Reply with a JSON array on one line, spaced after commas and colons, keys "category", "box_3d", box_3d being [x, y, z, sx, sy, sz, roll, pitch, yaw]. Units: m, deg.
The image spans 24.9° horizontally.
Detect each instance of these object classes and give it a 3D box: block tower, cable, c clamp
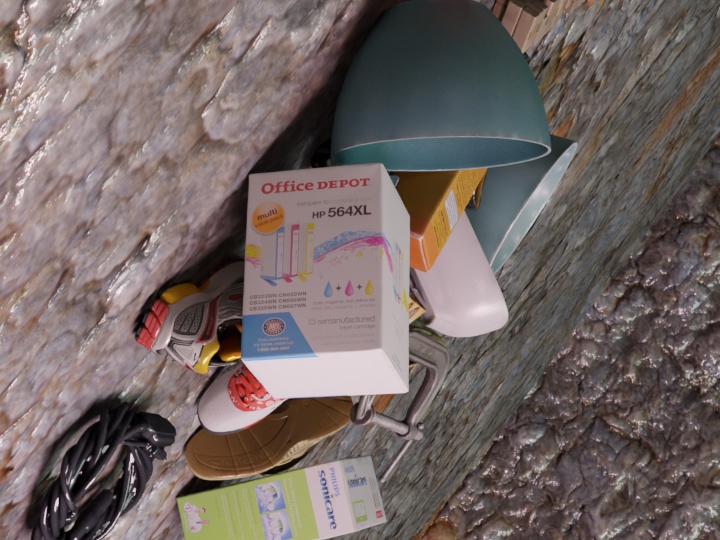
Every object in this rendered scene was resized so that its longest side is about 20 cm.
[{"category": "block tower", "box_3d": [0.214, -0.313, 1.812, 0.200, 0.054, 0.058, -42, 161, -43]}, {"category": "cable", "box_3d": [-0.249, 0.196, 1.509, 0.163, 0.051, 0.200, -51, 168, 3]}, {"category": "c clamp", "box_3d": [0.043, 0.151, 1.835, 0.171, 0.027, 0.200, -55, 152, -4]}]

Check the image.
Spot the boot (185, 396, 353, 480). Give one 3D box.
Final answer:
[{"category": "boot", "box_3d": [-0.117, 0.197, 1.834, 0.199, 0.073, 0.155, -23, 170, -26]}]

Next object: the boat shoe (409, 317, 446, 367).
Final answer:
[{"category": "boat shoe", "box_3d": [0.027, 0.090, 1.827, 0.200, 0.063, 0.073, -10, 128, -61]}]

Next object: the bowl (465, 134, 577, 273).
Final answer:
[{"category": "bowl", "box_3d": [0.170, -0.101, 2.011, 0.201, 0.105, 0.201, -54, 169, -15]}]

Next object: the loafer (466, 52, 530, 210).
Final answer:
[{"category": "loafer", "box_3d": [0.151, -0.164, 1.900, 0.201, 0.072, 0.073, -62, 163, 22]}]

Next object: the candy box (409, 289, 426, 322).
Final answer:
[{"category": "candy box", "box_3d": [0.000, 0.000, 1.685, 0.056, 0.117, 0.200, -38, 165, 6]}]

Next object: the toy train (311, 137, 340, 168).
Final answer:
[{"category": "toy train", "box_3d": [0.017, -0.144, 1.601, 0.200, 0.034, 0.046, -41, 125, -39]}]

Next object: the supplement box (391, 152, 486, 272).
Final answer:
[{"category": "supplement box", "box_3d": [0.081, -0.100, 1.618, 0.200, 0.066, 0.069, -60, 154, -23]}]

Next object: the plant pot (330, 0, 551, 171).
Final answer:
[{"category": "plant pot", "box_3d": [0.070, -0.170, 1.481, 0.200, 0.199, 0.135, 16, 71, -74]}]

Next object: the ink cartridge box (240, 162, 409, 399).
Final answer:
[{"category": "ink cartridge box", "box_3d": [-0.029, 0.000, 1.458, 0.125, 0.128, 0.201, 59, 29, -66]}]

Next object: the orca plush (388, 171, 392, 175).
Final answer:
[{"category": "orca plush", "box_3d": [0.081, -0.155, 1.707, 0.200, 0.071, 0.105, -51, 164, -14]}]

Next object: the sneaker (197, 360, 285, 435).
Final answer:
[{"category": "sneaker", "box_3d": [-0.088, 0.097, 1.643, 0.201, 0.067, 0.108, -27, 165, 5]}]

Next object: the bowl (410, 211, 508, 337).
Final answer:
[{"category": "bowl", "box_3d": [0.083, -0.015, 1.791, 0.074, 0.200, 0.200, -24, 176, -7]}]

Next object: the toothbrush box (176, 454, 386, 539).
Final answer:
[{"category": "toothbrush box", "box_3d": [-0.088, 0.274, 1.868, 0.199, 0.086, 0.146, -16, 172, 13]}]

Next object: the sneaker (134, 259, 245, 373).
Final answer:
[{"category": "sneaker", "box_3d": [-0.124, 0.051, 1.496, 0.200, 0.082, 0.078, -29, 150, -60]}]
